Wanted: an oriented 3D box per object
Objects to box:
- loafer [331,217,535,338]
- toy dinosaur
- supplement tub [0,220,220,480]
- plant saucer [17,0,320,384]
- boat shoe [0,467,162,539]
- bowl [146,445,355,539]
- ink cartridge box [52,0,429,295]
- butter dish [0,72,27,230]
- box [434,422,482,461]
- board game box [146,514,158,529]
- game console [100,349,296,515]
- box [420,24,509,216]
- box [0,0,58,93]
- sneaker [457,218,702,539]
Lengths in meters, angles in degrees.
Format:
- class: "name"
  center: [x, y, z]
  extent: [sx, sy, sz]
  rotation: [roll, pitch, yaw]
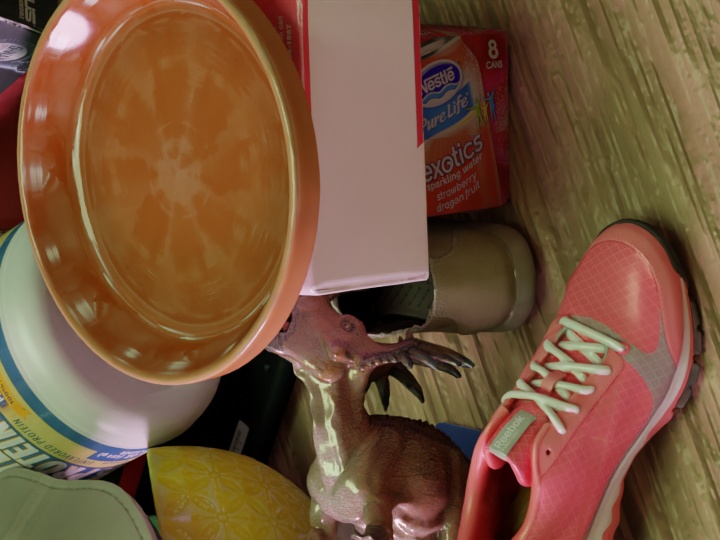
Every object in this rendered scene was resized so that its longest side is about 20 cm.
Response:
- class: "loafer"
  center: [0.000, 0.000, 1.561]
  extent: [0.200, 0.068, 0.076]
  rotation: [-2, 89, 44]
- class: "toy dinosaur"
  center: [0.023, 0.102, 1.486]
  extent: [0.086, 0.200, 0.136]
  rotation: [2, 58, 34]
- class: "supplement tub"
  center: [-0.186, 0.057, 1.674]
  extent: [0.200, 0.144, 0.145]
  rotation: [-30, 75, 43]
- class: "plant saucer"
  center: [-0.089, -0.047, 1.408]
  extent: [0.200, 0.032, 0.201]
  rotation: [8, 101, 45]
- class: "boat shoe"
  center: [-0.139, 0.151, 1.555]
  extent: [0.073, 0.063, 0.200]
  rotation: [-57, 30, -11]
- class: "bowl"
  center: [-0.044, 0.183, 1.595]
  extent: [0.200, 0.107, 0.201]
  rotation: [168, 90, -87]
- class: "ink cartridge box"
  center: [-0.066, -0.066, 1.465]
  extent: [0.200, 0.084, 0.145]
  rotation: [3, 97, 45]
- class: "butter dish"
  center: [-0.240, -0.110, 1.691]
  extent: [0.200, 0.147, 0.200]
  rotation: [91, 155, -52]
- class: "box"
  center: [0.069, 0.186, 1.552]
  extent: [0.121, 0.032, 0.201]
  rotation: [11, 104, 45]
- class: "board game box"
  center: [-0.148, 0.214, 1.718]
  extent: [0.200, 0.040, 0.154]
  rotation: [174, 83, -70]
- class: "game console"
  center: [-0.112, 0.068, 1.727]
  extent: [0.177, 0.031, 0.200]
  rotation: [37, 122, 32]
- class: "box"
  center: [-0.026, -0.082, 1.554]
  extent: [0.200, 0.100, 0.096]
  rotation: [8, 101, 46]
- class: "box"
  center: [-0.235, -0.138, 1.552]
  extent: [0.200, 0.043, 0.161]
  rotation: [-37, 48, 36]
- class: "sneaker"
  center: [0.101, 0.072, 1.440]
  extent: [0.074, 0.087, 0.201]
  rotation: [24, 100, 36]
